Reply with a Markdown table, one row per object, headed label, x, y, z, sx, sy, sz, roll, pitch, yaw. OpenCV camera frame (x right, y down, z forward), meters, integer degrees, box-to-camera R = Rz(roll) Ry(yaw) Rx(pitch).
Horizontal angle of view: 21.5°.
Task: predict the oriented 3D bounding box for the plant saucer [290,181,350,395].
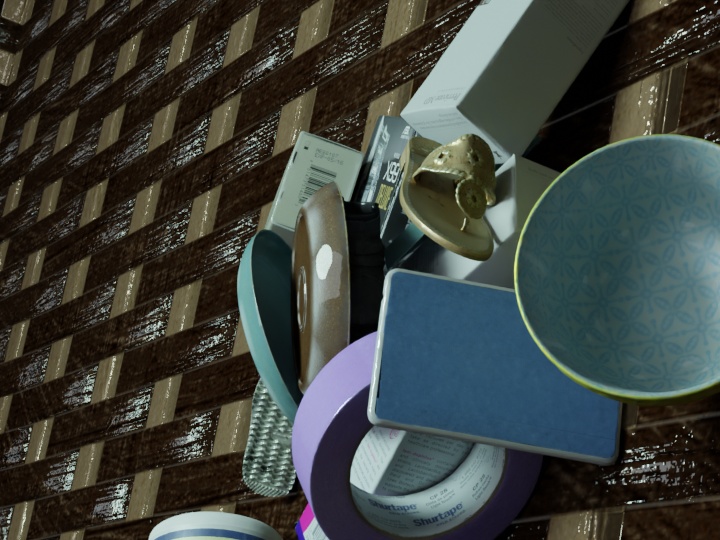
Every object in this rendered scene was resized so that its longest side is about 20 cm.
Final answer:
| label | x | y | z | sx | sy | sz | roll | pitch | yaw |
| --- | --- | --- | --- | --- | --- | --- | --- | --- | --- |
| plant saucer | -0.037 | 0.025 | 1.622 | 0.200 | 0.032 | 0.202 | 180 | 90 | -82 |

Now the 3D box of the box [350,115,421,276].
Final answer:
| label | x | y | z | sx | sy | sz | roll | pitch | yaw |
| --- | --- | --- | --- | --- | --- | --- | --- | --- | --- |
| box | 0.033 | -0.070 | 1.871 | 0.200 | 0.049 | 0.159 | -147 | 76 | -78 |

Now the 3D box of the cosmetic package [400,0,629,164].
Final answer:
| label | x | y | z | sx | sy | sz | roll | pitch | yaw |
| --- | --- | --- | --- | --- | --- | --- | --- | --- | --- |
| cosmetic package | 0.137 | -0.190 | 1.665 | 0.201 | 0.081 | 0.113 | -54 | 20 | -17 |

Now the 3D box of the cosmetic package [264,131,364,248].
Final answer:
| label | x | y | z | sx | sy | sz | roll | pitch | yaw |
| --- | --- | --- | --- | --- | --- | --- | --- | --- | --- |
| cosmetic package | -0.055 | -0.068 | 1.992 | 0.200 | 0.073 | 0.104 | 127 | 162 | -80 |

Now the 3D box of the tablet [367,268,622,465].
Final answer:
| label | x | y | z | sx | sy | sz | roll | pitch | yaw |
| --- | --- | --- | --- | --- | --- | --- | --- | --- | --- |
| tablet | 0.109 | 0.075 | 1.482 | 0.014 | 0.198 | 0.131 | 115 | 164 | -67 |

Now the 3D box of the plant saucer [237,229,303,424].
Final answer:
| label | x | y | z | sx | sy | sz | roll | pitch | yaw |
| --- | --- | --- | --- | --- | --- | --- | --- | --- | --- |
| plant saucer | -0.065 | 0.062 | 1.727 | 0.027 | 0.200 | 0.201 | -20 | 46 | 15 |

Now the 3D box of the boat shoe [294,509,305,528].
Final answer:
| label | x | y | z | sx | sy | sz | roll | pitch | yaw |
| --- | --- | --- | --- | --- | --- | --- | --- | --- | --- |
| boat shoe | -0.035 | 0.260 | 1.809 | 0.074 | 0.066 | 0.201 | 11 | 82 | 68 |

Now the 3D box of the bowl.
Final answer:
| label | x | y | z | sx | sy | sz | roll | pitch | yaw |
| --- | --- | --- | --- | --- | --- | --- | --- | --- | --- |
| bowl | 0.217 | 0.014 | 1.368 | 0.108 | 0.198 | 0.202 | 57 | -140 | -65 |

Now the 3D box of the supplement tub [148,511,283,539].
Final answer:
| label | x | y | z | sx | sy | sz | roll | pitch | yaw |
| --- | --- | --- | --- | --- | --- | --- | --- | --- | --- |
| supplement tub | -0.149 | 0.357 | 1.890 | 0.145 | 0.144 | 0.201 | -41 | 38 | 49 |

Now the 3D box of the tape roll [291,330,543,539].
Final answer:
| label | x | y | z | sx | sy | sz | roll | pitch | yaw |
| --- | --- | --- | --- | --- | --- | --- | --- | --- | --- |
| tape roll | 0.047 | 0.145 | 1.554 | 0.201 | 0.199 | 0.066 | -63 | 26 | 18 |

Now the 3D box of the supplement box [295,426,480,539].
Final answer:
| label | x | y | z | sx | sy | sz | roll | pitch | yaw |
| --- | --- | --- | --- | --- | --- | --- | --- | --- | --- |
| supplement box | 0.036 | 0.185 | 1.670 | 0.201 | 0.103 | 0.101 | -64 | 24 | 20 |

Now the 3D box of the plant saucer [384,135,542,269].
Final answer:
| label | x | y | z | sx | sy | sz | roll | pitch | yaw |
| --- | --- | --- | --- | --- | --- | --- | --- | --- | --- |
| plant saucer | 0.090 | -0.065 | 1.680 | 0.200 | 0.019 | 0.070 | -40 | -4 | -45 |

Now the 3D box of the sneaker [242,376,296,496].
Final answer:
| label | x | y | z | sx | sy | sz | roll | pitch | yaw |
| --- | --- | --- | --- | --- | --- | --- | --- | --- | --- |
| sneaker | -0.075 | 0.130 | 1.955 | 0.100 | 0.069 | 0.201 | -76 | 5 | -53 |

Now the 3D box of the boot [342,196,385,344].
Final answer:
| label | x | y | z | sx | sy | sz | roll | pitch | yaw |
| --- | --- | --- | --- | --- | --- | --- | --- | --- | --- |
| boot | 0.000 | 0.000 | 1.709 | 0.200 | 0.069 | 0.133 | -174 | 83 | -82 |

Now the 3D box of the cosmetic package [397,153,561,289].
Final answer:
| label | x | y | z | sx | sy | sz | roll | pitch | yaw |
| --- | --- | --- | --- | --- | --- | --- | --- | --- | --- |
| cosmetic package | 0.118 | 0.002 | 1.616 | 0.200 | 0.107 | 0.085 | -44 | 34 | 43 |

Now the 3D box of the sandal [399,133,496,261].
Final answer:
| label | x | y | z | sx | sy | sz | roll | pitch | yaw |
| --- | --- | --- | --- | --- | --- | --- | --- | --- | --- |
| sandal | 0.076 | -0.084 | 1.549 | 0.212 | 0.077 | 0.070 | -105 | 36 | -65 |
